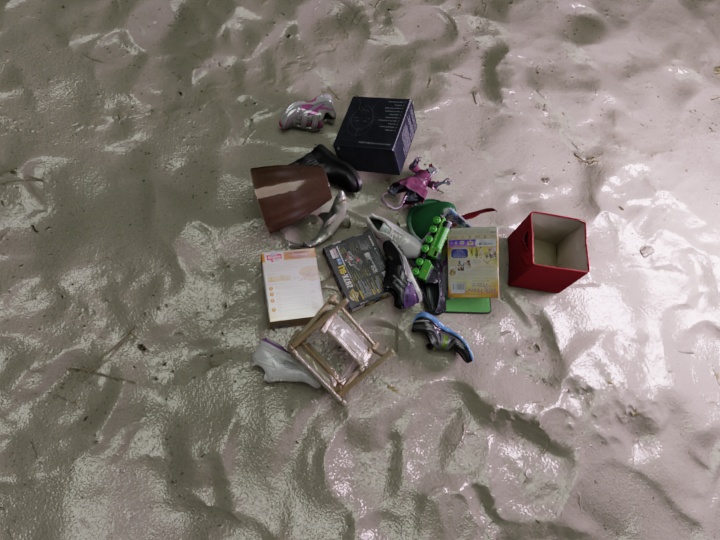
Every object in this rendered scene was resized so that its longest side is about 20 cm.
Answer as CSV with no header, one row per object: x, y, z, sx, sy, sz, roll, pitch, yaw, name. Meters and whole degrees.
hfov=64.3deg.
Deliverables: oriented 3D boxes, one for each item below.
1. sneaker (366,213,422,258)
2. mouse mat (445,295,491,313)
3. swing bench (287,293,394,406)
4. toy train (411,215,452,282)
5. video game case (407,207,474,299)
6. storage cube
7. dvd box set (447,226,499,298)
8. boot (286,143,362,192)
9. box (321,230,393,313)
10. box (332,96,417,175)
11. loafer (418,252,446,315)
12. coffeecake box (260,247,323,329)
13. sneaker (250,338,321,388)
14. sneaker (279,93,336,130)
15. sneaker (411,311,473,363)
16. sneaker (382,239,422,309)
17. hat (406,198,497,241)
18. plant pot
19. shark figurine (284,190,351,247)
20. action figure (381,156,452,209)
0.092,-0.099,1.665,0.199,0.080,0.071,33,87,23,sneaker
0.311,0.033,1.722,0.159,0.008,0.202,2,68,-10,mouse mat
-0.060,0.204,1.483,0.200,0.130,0.199,-44,104,-12,swing bench
0.203,-0.061,1.618,0.056,0.042,0.202,21,82,23,toy train
0.265,-0.049,1.675,0.182,0.023,0.200,43,103,10,video game case
0.552,-0.051,1.708,0.198,0.180,0.173,8,67,-7,storage cube
0.321,-0.022,1.631,0.145,0.029,0.202,-2,92,17,dvd box set
-0.115,-0.274,1.720,0.211,0.080,0.158,39,59,17,boot
0.000,0.000,1.652,0.159,0.049,0.201,-22,75,-16,box
0.048,-0.413,1.750,0.198,0.124,0.198,10,63,21,box
0.204,0.028,1.644,0.068,0.070,0.203,-14,83,23,loafer
-0.189,0.048,1.583,0.152,0.073,0.202,-6,70,-14,coffeecake box
-0.196,0.264,1.509,0.199,0.075,0.100,31,85,2,sneaker
-0.159,-0.482,1.796,0.199,0.081,0.089,-26,74,-19,sneaker
0.230,0.199,1.614,0.199,0.071,0.083,35,80,5,sneaker
0.095,0.011,1.605,0.087,0.076,0.201,-22,75,-15,sneaker
0.252,-0.178,1.700,0.198,0.176,0.167,-20,76,-18,hat
-0.186,-0.221,1.608,0.198,0.187,0.189,-16,72,-3,plant pot
-0.114,-0.133,1.683,0.089,0.128,0.215,38,83,33,shark figurine
0.183,-0.265,1.780,0.134,0.149,0.200,45,48,-1,action figure
